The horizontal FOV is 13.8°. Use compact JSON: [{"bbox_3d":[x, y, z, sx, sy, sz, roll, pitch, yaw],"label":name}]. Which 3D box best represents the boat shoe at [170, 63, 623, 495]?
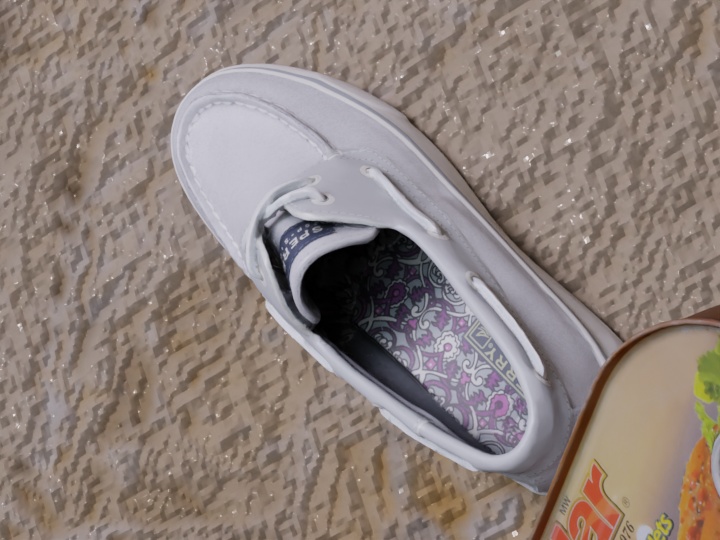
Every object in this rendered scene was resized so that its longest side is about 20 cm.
[{"bbox_3d":[0.000,0.000,0.914,0.200,0.068,0.072,48,110,28],"label":"boat shoe"}]

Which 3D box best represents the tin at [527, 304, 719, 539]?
[{"bbox_3d":[0.096,0.095,0.813,0.112,0.042,0.200,42,133,26],"label":"tin"}]
